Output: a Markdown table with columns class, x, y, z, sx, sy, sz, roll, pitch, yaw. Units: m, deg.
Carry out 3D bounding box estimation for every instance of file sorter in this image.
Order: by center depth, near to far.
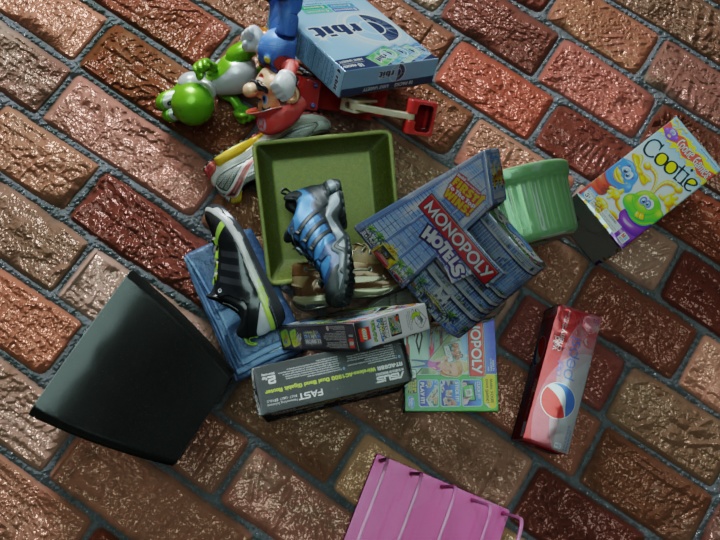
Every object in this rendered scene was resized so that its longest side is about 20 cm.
| class | x | y | z | sx | sy | sz | roll | pitch | yaw |
| --- | --- | --- | --- | --- | --- | --- | --- | --- | --- |
| file sorter | 0.092 | 0.341 | 0.975 | 0.199 | 0.125 | 0.140 | 23 | 76 | 2 |

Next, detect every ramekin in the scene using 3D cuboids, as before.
| class | x | y | z | sx | sy | sz | roll | pitch | yaw |
| --- | --- | --- | --- | --- | --- | --- | --- | --- | --- |
| ramekin | 0.202 | -0.075 | 1.050 | 0.199 | 0.200 | 0.098 | -15 | 85 | -7 |

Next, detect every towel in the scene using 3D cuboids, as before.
| class | x | y | z | sx | sy | sz | roll | pitch | yaw |
| --- | --- | --- | --- | --- | --- | --- | --- | --- | --- |
| towel | -0.164 | 0.045 | 1.067 | 0.111 | 0.049 | 0.201 | -24 | 79 | -10 |

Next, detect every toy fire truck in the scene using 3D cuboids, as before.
| class | x | y | z | sx | sy | sz | roll | pitch | yaw |
| --- | --- | --- | --- | --- | --- | --- | --- | --- | --- |
| toy fire truck | -0.001 | -0.243 | 1.096 | 0.199 | 0.141 | 0.049 | 6 | 110 | -13 |

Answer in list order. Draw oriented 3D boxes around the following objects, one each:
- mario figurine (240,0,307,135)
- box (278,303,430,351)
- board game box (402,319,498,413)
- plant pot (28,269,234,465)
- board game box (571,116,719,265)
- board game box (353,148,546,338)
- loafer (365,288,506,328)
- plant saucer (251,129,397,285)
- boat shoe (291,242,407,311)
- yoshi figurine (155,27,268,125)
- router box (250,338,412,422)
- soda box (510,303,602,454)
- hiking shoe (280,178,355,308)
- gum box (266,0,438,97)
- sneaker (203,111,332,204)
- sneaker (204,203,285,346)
| class | x | y | z | sx | sy | sz | roll | pitch | yaw |
| --- | --- | --- | --- | --- | --- | --- | --- | --- | --- |
| mario figurine | -0.126 | -0.285 | 1.021 | 0.105 | 0.123 | 0.201 | 5 | 102 | 7 |
| box | -0.013 | 0.075 | 0.979 | 0.110 | 0.200 | 0.035 | -13 | 92 | -33 |
| board game box | 0.126 | 0.102 | 1.084 | 0.134 | 0.029 | 0.201 | 0 | 77 | -3 |
| plant pot | -0.274 | 0.141 | 0.971 | 0.177 | 0.199 | 0.201 | 35 | 76 | -6 |
| board game box | 0.407 | -0.115 | 1.116 | 0.200 | 0.105 | 0.103 | -37 | 82 | -10 |
| board game box | 0.127 | -0.047 | 0.952 | 0.200 | 0.062 | 0.200 | -44 | 80 | 27 |
| loafer | 0.105 | 0.047 | 1.048 | 0.199 | 0.063 | 0.072 | -6 | 78 | -5 |
| plant saucer | -0.047 | -0.091 | 1.078 | 0.199 | 0.048 | 0.201 | -7 | 99 | -11 |
| boat shoe | 0.000 | 0.000 | 1.038 | 0.199 | 0.076 | 0.074 | -13 | 98 | -11 |
| yoshi figurine | -0.203 | -0.271 | 1.112 | 0.199 | 0.112 | 0.113 | -31 | 88 | -6 |
| router box | -0.040 | 0.146 | 0.999 | 0.199 | 0.150 | 0.063 | -12 | 78 | -7 |
| soda box | 0.277 | 0.153 | 1.065 | 0.070 | 0.063 | 0.201 | 18 | 77 | 1 |
| hiking shoe | -0.055 | -0.030 | 0.986 | 0.086 | 0.075 | 0.201 | -9 | 51 | -1 |
| gum box | -0.014 | -0.331 | 1.098 | 0.169 | 0.045 | 0.200 | -17 | 52 | -33 |
| sneaker | -0.128 | -0.167 | 1.115 | 0.199 | 0.078 | 0.082 | -32 | 93 | -6 |
| sneaker | -0.175 | 0.005 | 1.014 | 0.082 | 0.072 | 0.201 | -27 | 80 | -12 |
